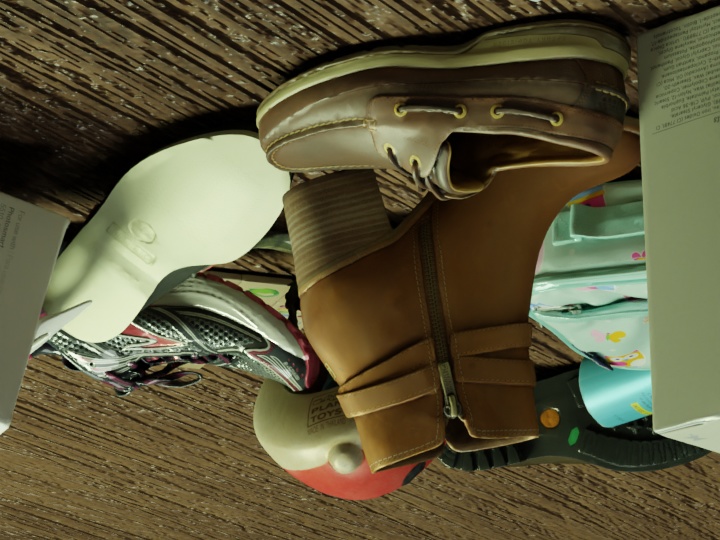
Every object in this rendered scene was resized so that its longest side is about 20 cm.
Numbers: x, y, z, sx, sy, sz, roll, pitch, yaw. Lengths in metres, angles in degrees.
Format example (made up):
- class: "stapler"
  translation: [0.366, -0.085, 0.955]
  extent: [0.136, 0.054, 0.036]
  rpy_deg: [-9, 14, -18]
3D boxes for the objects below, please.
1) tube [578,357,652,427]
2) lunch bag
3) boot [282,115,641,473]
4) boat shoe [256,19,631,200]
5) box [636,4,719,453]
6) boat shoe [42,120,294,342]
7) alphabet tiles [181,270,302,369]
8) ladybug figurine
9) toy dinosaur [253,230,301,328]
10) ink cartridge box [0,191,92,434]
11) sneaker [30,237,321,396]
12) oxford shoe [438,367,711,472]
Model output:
- class: "tube"
  translation: [0.235, 0.052, 1.814]
  extent: [0.200, 0.051, 0.077]
  rpy_deg: [-19, 165, 34]
- class: "lunch bag"
  translation: [0.188, -0.001, 1.583]
  extent: [0.200, 0.077, 0.160]
  rpy_deg: [-8, 161, 25]
- class: "boot"
  translation: [0.069, 0.009, 1.446]
  extent: [0.200, 0.156, 0.077]
  rpy_deg: [-15, 167, -12]
- class: "boat shoe"
  translation: [0.036, -0.070, 1.383]
  extent: [0.200, 0.068, 0.072]
  rpy_deg: [-9, 160, 27]
- class: "box"
  translation: [0.181, -0.021, 1.316]
  extent: [0.082, 0.200, 0.068]
  rpy_deg: [-16, 157, 41]
- class: "boat shoe"
  translation: [-0.099, -0.031, 1.530]
  extent: [0.074, 0.063, 0.201]
  rpy_deg: [45, 134, -9]
- class: "alphabet tiles"
  translation: [-0.121, 0.030, 1.806]
  extent: [0.167, 0.008, 0.200]
  rpy_deg: [6, 162, -19]
- class: "ladybug figurine"
  translation: [0.008, 0.076, 1.677]
  extent: [0.135, 0.072, 0.200]
  rpy_deg: [-18, -160, 20]
- class: "toy dinosaur"
  translation: [0.000, 0.000, 1.640]
  extent: [0.200, 0.048, 0.088]
  rpy_deg: [3, 160, -18]
- class: "ink cartridge box"
  translation: [-0.255, 0.019, 1.508]
  extent: [0.200, 0.125, 0.129]
  rpy_deg: [22, 156, -17]
- class: "sneaker"
  translation: [-0.119, 0.039, 1.647]
  extent: [0.200, 0.075, 0.081]
  rpy_deg: [13, 164, 13]
- class: "oxford shoe"
  translation: [0.150, 0.100, 1.943]
  extent: [0.199, 0.073, 0.084]
  rpy_deg: [0, 178, 9]
